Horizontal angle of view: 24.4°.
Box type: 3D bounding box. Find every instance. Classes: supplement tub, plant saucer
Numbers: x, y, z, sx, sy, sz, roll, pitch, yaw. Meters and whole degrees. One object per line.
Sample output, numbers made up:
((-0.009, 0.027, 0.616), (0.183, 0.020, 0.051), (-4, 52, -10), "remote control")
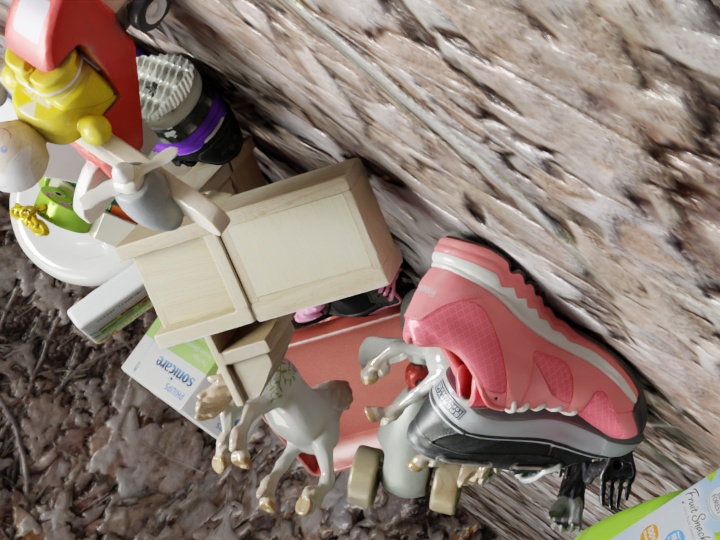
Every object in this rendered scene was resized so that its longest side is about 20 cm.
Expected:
((-0.225, -0.060, 1.532), (0.145, 0.145, 0.200), (36, -175, 5), "supplement tub")
((0.006, 0.100, 1.489), (0.200, 0.199, 0.037), (55, -156, -45), "plant saucer")

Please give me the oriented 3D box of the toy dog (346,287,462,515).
((0.052, 0.106, 1.358), (0.132, 0.200, 0.096), (28, -159, -3), "toy dog")

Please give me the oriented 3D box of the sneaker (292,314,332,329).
((-0.052, -0.008, 1.451), (0.060, 0.105, 0.200), (-5, -173, 28), "sneaker")

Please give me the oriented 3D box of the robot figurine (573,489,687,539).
((0.235, 0.242, 1.310), (0.175, 0.116, 0.200), (9, 155, -26), "robot figurine")

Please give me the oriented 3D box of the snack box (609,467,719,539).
((0.240, 0.247, 1.176), (0.169, 0.200, 0.068), (42, -156, -28), "snack box")

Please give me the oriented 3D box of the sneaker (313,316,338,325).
((0.039, 0.084, 1.553), (0.200, 0.085, 0.075), (14, -133, -32), "sneaker")

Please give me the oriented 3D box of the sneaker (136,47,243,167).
((-0.156, -0.119, 1.236), (0.099, 0.070, 0.200), (40, 172, -40), "sneaker")

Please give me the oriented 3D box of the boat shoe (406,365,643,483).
((0.116, 0.114, 1.169), (0.199, 0.068, 0.074), (6, -139, -45), "boat shoe")

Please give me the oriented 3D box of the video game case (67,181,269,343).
((-0.164, -0.006, 1.471), (0.023, 0.200, 0.182), (53, 173, 3), "video game case")

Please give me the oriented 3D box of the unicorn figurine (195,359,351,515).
((-0.056, 0.124, 1.347), (0.074, 0.138, 0.200), (7, 148, 24), "unicorn figurine")

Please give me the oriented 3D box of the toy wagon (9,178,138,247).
((-0.183, -0.043, 1.291), (0.155, 0.040, 0.200), (34, -165, 31), "toy wagon")

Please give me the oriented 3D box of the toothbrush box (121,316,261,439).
((-0.120, 0.054, 1.614), (0.086, 0.200, 0.146), (42, 170, -32), "toothbrush box")

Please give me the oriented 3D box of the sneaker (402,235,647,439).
((0.103, 0.064, 1.096), (0.200, 0.087, 0.074), (40, 169, -23), "sneaker")

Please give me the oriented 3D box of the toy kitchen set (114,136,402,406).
((-0.037, -0.004, 1.188), (0.164, 0.180, 0.200), (67, -158, -17), "toy kitchen set")

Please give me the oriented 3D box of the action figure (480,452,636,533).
((0.151, 0.154, 1.384), (0.119, 0.102, 0.200), (26, 172, -9), "action figure")

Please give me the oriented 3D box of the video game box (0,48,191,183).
((-0.226, -0.119, 1.316), (0.200, 0.047, 0.182), (9, -160, -47), "video game box")

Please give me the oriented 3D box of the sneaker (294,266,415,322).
((0.000, 0.000, 1.314), (0.095, 0.079, 0.200), (10, 170, -5), "sneaker")

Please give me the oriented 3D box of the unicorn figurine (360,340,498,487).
((0.073, 0.085, 1.242), (0.200, 0.137, 0.074), (42, -152, -51), "unicorn figurine")

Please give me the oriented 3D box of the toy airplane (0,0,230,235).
((-0.187, -0.093, 1.060), (0.200, 0.141, 0.199), (-6, 123, 55), "toy airplane")
